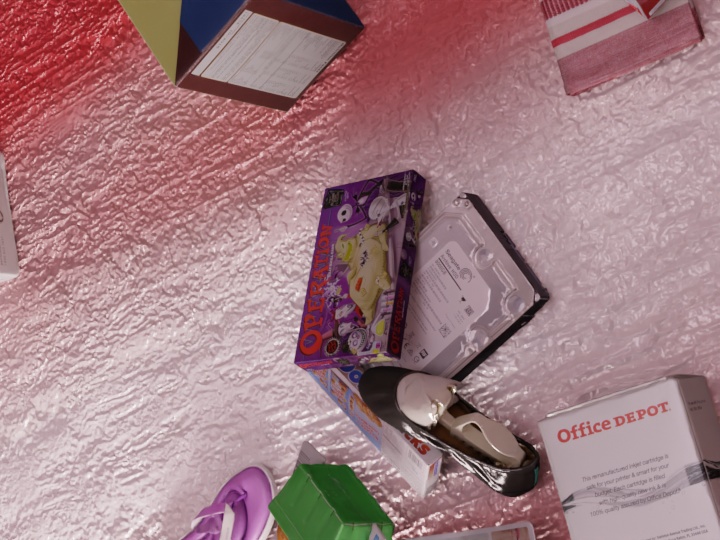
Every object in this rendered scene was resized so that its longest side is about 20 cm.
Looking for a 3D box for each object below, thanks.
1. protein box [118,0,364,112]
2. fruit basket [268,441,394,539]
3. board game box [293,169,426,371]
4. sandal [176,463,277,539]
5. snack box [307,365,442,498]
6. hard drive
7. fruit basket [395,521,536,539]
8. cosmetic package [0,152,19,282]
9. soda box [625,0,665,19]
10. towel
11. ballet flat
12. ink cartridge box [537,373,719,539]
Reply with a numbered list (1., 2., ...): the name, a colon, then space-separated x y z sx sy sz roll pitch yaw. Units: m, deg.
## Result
1. protein box: -0.139 -0.294 1.461 0.135 0.199 0.199 -44 67 23
2. fruit basket: -0.038 0.307 1.425 0.185 0.093 0.202 44 128 51
3. board game box: 0.000 0.000 1.415 0.119 0.032 0.202 -13 58 40
4. sandal: -0.163 0.297 1.539 0.203 0.050 0.083 -49 65 20
5. snack box: 0.009 0.142 1.430 0.200 0.024 0.072 45 155 25
6. hard drive: 0.079 0.038 1.408 0.200 0.038 0.140 -43 68 22
7. fruit basket: 0.100 0.346 1.350 0.199 0.093 0.187 -15 80 34
8. cosmetic package: -0.560 -0.054 1.734 0.199 0.166 0.169 -15 80 30
9. soda box: 0.298 -0.328 1.252 0.200 0.063 0.070 -47 69 10
10. towel: 0.235 -0.284 1.333 0.143 0.023 0.202 -20 77 30
11. ballet flat: 0.091 0.142 1.348 0.199 0.068 0.069 31 147 5
12. ink cartridge box: 0.263 0.207 1.258 0.146 0.083 0.202 -21 78 30
